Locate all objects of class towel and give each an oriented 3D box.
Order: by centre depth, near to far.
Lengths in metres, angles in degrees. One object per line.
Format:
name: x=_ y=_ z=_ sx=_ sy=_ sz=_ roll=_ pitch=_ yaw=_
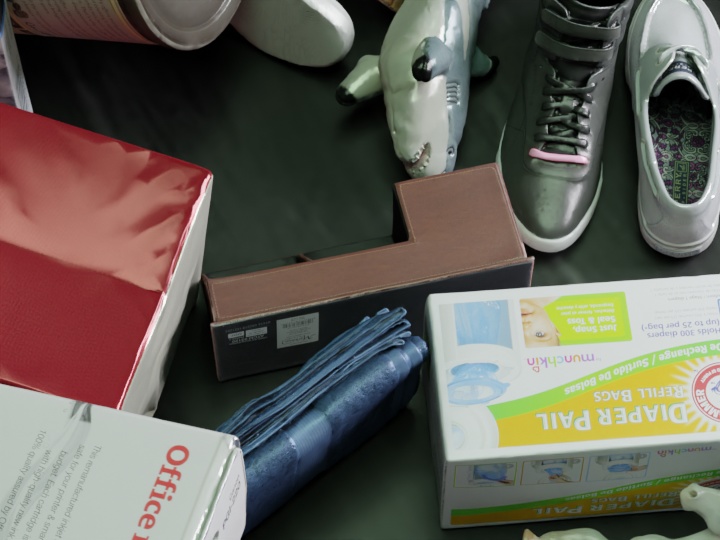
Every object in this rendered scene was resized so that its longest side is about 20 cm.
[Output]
towel: x=-0.050 y=0.102 z=1.272 sx=0.200 sy=0.112 sz=0.049 roll=-37 pitch=75 yaw=-18

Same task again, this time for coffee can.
coffee can: x=-0.189 y=-0.220 z=1.394 sx=0.200 sy=0.146 sz=0.147 roll=7 pitch=59 yaw=28

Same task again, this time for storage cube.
storage cube: x=-0.200 y=0.023 z=1.273 sx=0.179 sy=0.200 sz=0.171 roll=17 pitch=62 yaw=2

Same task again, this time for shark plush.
shark plush: x=0.057 y=-0.150 z=1.445 sx=0.083 sy=0.091 sz=0.200 roll=41 pitch=47 yaw=-26

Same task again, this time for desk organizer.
desk organizer: x=0.000 y=0.000 z=1.352 sx=0.199 sy=0.072 sz=0.077 roll=-12 pitch=60 yaw=-6

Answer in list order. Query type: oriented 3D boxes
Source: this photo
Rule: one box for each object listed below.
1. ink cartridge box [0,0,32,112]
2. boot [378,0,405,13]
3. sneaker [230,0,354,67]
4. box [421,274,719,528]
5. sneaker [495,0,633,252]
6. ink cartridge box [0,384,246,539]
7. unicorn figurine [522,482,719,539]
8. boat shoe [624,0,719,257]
ink cartridge box: x=-0.316 y=-0.138 z=1.356 sx=0.199 sy=0.198 sz=0.043 roll=-3 pitch=58 yaw=0
boot: x=-0.019 y=-0.252 z=1.458 sx=0.075 sy=0.200 sz=0.107 roll=-49 pitch=30 yaw=-18
sneaker: x=-0.073 y=-0.215 z=1.473 sx=0.200 sy=0.075 sz=0.088 roll=34 pitch=54 yaw=18
box: x=0.141 y=0.077 z=1.291 sx=0.199 sy=0.101 sz=0.113 roll=-5 pitch=61 yaw=-2
sneaker: x=0.130 y=-0.116 z=1.398 sx=0.071 sy=0.099 sz=0.200 roll=10 pitch=63 yaw=3
ink cartridge box: x=-0.173 y=0.142 z=1.129 sx=0.199 sy=0.085 sz=0.146 roll=11 pitch=50 yaw=12
unicorn figurine: x=0.156 y=0.189 z=1.255 sx=0.137 sy=0.074 sz=0.201 roll=10 pitch=80 yaw=7
boat shoe: x=0.205 y=-0.109 z=1.411 sx=0.072 sy=0.069 sz=0.200 roll=8 pitch=62 yaw=4
